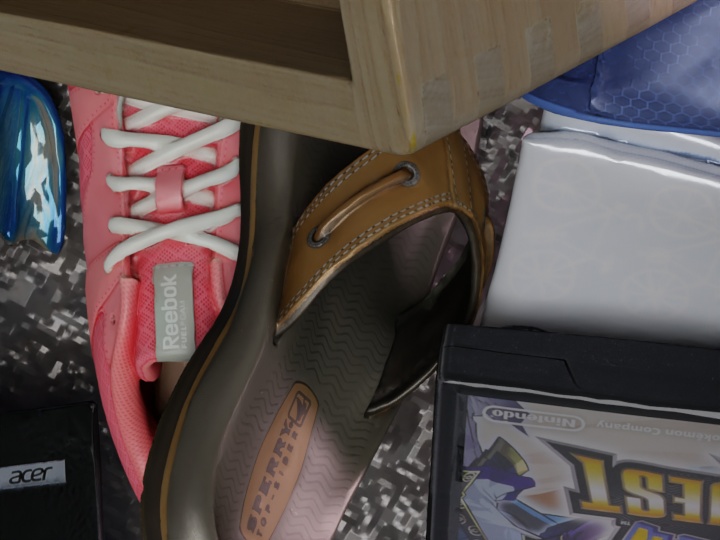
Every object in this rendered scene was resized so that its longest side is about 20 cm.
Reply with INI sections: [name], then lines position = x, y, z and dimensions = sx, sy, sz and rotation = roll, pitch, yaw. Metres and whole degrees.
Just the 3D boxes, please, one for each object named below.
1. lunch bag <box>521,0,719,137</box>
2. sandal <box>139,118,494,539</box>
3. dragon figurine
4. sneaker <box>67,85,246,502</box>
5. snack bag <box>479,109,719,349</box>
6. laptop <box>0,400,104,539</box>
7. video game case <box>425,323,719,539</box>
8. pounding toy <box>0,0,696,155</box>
[lunch bag]
position = 0.142, -0.100, 0.724
dimensions = 0.199, 0.136, 0.133
rotation = 8, 105, 8
[sandal]
position = 0.000, 0.000, 0.774
dimensions = 0.054, 0.201, 0.082
rotation = 0, 151, 41
[dragon figurine]
position = -0.115, -0.024, 0.810
dimensions = 0.059, 0.099, 0.201
rotation = 2, 114, 12
[sneaker]
position = -0.041, -0.011, 0.806
dimensions = 0.073, 0.087, 0.201
rotation = -6, 107, 7
[snack bag]
position = 0.126, 0.046, 0.798
dimensions = 0.199, 0.021, 0.189
rotation = 14, 136, 3
[laptop]
position = -0.116, 0.150, 0.878
dimensions = 0.177, 0.104, 0.200
rotation = -8, 133, 30
[video game case]
position = 0.116, 0.092, 0.813
dimensions = 0.199, 0.026, 0.181
rotation = 6, 137, 4
[pounding toy]
position = -0.002, -0.150, 0.647
dimensions = 0.184, 0.142, 0.201
rotation = 14, 122, 42
